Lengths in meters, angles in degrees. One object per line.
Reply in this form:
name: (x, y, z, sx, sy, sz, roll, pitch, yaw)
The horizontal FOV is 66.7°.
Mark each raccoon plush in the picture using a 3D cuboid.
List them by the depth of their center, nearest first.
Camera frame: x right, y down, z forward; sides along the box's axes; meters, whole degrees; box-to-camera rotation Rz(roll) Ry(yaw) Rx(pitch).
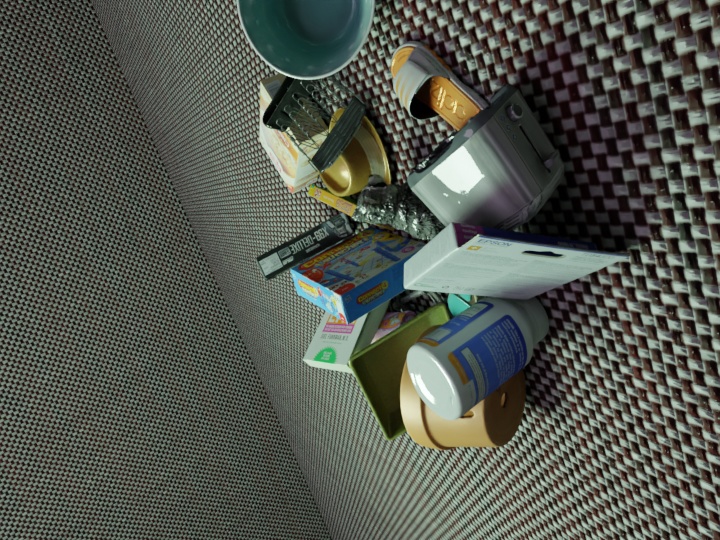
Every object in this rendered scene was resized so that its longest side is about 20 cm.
raccoon plush: (0.079, -0.070, 0.847, 0.202, 0.132, 0.098, 53, 154, 20)

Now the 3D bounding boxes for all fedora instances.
fedora: (-0.025, -0.193, 0.992, 0.201, 0.081, 0.204, 46, 151, 34)

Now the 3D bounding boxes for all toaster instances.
toaster: (0.147, -0.113, 0.666, 0.130, 0.114, 0.199, 48, 148, -4)

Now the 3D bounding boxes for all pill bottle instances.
pill bottle: (0.170, 0.108, 0.767, 0.112, 0.197, 0.114, 42, 148, 35)

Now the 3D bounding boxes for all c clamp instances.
c clamp: (0.112, 0.070, 1.060, 0.174, 0.027, 0.199, 63, 157, -1)

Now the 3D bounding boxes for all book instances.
book: (-0.021, 0.097, 1.067, 0.131, 0.204, 0.048, -3, 144, 45)

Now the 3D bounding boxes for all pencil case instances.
pencil case: (0.029, 0.126, 1.096, 0.196, 0.087, 0.089, -7, 112, 41)

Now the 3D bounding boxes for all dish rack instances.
dish rack: (-0.079, -0.272, 0.948, 0.155, 0.054, 0.201, -53, 50, 16)

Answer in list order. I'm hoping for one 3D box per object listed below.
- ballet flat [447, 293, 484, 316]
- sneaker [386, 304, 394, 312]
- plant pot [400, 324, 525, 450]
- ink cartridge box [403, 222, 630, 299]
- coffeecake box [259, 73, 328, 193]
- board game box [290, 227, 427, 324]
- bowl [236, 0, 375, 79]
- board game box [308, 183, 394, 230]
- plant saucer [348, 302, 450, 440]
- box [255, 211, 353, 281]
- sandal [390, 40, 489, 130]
ballet flat: (0.174, 0.026, 0.844, 0.067, 0.062, 0.201, 42, 167, 23)
sneaker: (0.034, 0.088, 1.169, 0.203, 0.077, 0.082, 60, 161, 5)
plant pot: (0.176, 0.199, 0.888, 0.138, 0.199, 0.205, 4, 121, 43)
ink cartridge box: (0.175, -0.014, 0.656, 0.200, 0.191, 0.045, 136, 137, -64)
coffeecake box: (-0.145, -0.283, 1.142, 0.156, 0.072, 0.201, 57, 160, 12)
board game box: (0.000, 0.000, 1.004, 0.194, 0.197, 0.057, 22, 135, 54)
bowl: (-0.069, -0.389, 0.791, 0.105, 0.196, 0.205, -68, -39, -65)
board game box: (-0.023, -0.126, 1.057, 0.199, 0.094, 0.031, 36, 107, 48)
plant saucer: (0.091, 0.178, 0.998, 0.203, 0.197, 0.048, 65, 171, -26)
box: (-0.111, -0.049, 1.126, 0.051, 0.196, 0.158, 62, 178, -2)
sandal: (0.095, -0.235, 0.734, 0.207, 0.058, 0.080, 48, 152, 29)
